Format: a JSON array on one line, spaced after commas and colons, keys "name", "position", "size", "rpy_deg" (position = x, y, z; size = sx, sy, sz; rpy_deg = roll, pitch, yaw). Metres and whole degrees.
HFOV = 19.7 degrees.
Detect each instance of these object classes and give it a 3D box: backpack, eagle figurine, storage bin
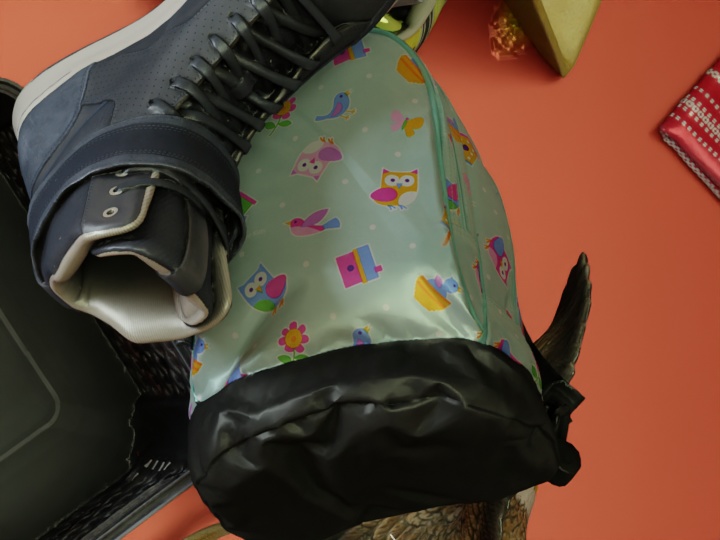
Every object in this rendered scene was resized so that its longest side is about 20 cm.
[{"name": "backpack", "position": [0.000, 0.000, 0.874], "size": [0.167, 0.127, 0.200], "rpy_deg": [-10, 55, 8]}, {"name": "eagle figurine", "position": [0.049, 0.103, 0.962], "size": [0.152, 0.151, 0.200], "rpy_deg": [-13, 99, -3]}, {"name": "storage bin", "position": [-0.168, 0.031, 0.910], "size": [0.135, 0.094, 0.200], "rpy_deg": [-36, 103, -25]}]

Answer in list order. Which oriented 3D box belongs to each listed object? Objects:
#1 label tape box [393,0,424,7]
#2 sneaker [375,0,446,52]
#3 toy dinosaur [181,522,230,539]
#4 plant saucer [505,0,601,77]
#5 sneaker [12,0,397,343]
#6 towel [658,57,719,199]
[{"name": "label tape box", "position": [-0.016, -0.190, 0.940], "size": [0.066, 0.200, 0.143], "rpy_deg": [27, 79, -26]}, {"name": "sneaker", "position": [-0.019, -0.099, 0.984], "size": [0.075, 0.076, 0.200], "rpy_deg": [31, 83, -10]}, {"name": "toy dinosaur", "position": [-0.133, 0.180, 0.958], "size": [0.101, 0.058, 0.200], "rpy_deg": [29, 88, -24]}, {"name": "plant saucer", "position": [0.100, -0.216, 0.976], "size": [0.048, 0.200, 0.200], "rpy_deg": [20, 81, 18]}, {"name": "sneaker", "position": [-0.047, -0.059, 0.796], "size": [0.202, 0.146, 0.077], "rpy_deg": [-35, 126, 18]}, {"name": "towel", "position": [0.267, -0.091, 1.073], "size": [0.145, 0.022, 0.200], "rpy_deg": [46, 79, -5]}]
